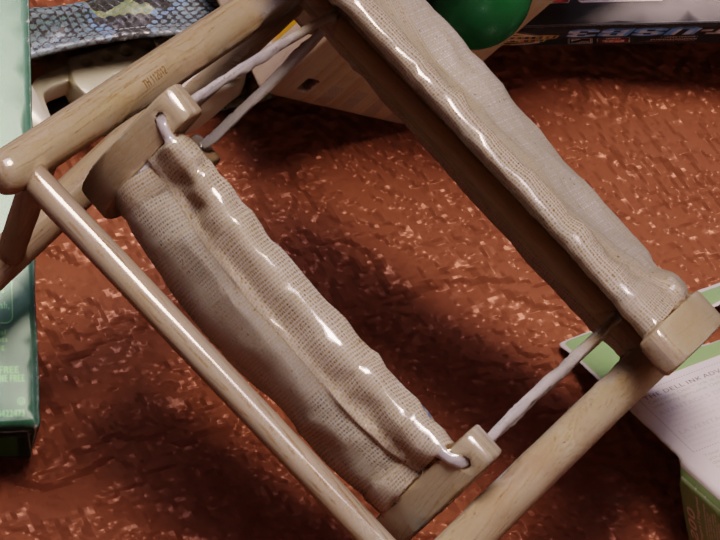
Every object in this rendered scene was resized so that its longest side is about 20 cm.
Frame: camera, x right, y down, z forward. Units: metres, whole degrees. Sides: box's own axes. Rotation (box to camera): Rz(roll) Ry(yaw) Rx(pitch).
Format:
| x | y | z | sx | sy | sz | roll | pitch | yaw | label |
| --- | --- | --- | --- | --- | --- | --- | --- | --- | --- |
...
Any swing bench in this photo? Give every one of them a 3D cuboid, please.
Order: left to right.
| x | y | z | sx | sy | sz | roll | pitch | yaw | label |
| --- | --- | --- | --- | --- | --- | --- | --- | --- | --- |
| 0.000 | 0.000 | 0.920 | 0.199 | 0.130 | 0.200 | 46 | 64 | 5 | swing bench |

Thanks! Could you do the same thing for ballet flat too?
| x | y | z | sx | sy | sz | roll | pitch | yaw | label |
| --- | --- | --- | --- | --- | --- | --- | --- | --- | --- |
| -0.119 | -0.073 | 1.085 | 0.199 | 0.074 | 0.074 | -18 | 51 | -21 | ballet flat |

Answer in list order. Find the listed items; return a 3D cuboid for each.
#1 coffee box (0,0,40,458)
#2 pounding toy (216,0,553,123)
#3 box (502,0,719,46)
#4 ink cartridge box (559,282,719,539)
| x | y | z | sx | sy | sz | roll | pitch | yaw | label |
| --- | --- | --- | --- | --- | --- | --- | --- | --- | --- |
| -0.181 | -0.028 | 0.997 | 0.122 | 0.044 | 0.201 | -2 | 70 | -9 | coffee box |
| 0.018 | -0.164 | 1.061 | 0.142 | 0.184 | 0.201 | 9 | 48 | -52 | pounding toy |
| 0.129 | -0.198 | 1.157 | 0.199 | 0.050 | 0.200 | -2 | 85 | 5 | box |
| 0.182 | 0.062 | 0.998 | 0.145 | 0.048 | 0.200 | -19 | 27 | -16 | ink cartridge box |
